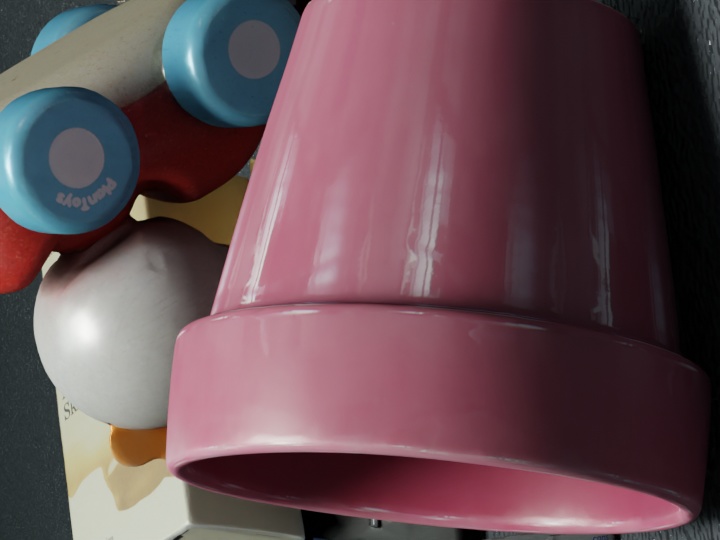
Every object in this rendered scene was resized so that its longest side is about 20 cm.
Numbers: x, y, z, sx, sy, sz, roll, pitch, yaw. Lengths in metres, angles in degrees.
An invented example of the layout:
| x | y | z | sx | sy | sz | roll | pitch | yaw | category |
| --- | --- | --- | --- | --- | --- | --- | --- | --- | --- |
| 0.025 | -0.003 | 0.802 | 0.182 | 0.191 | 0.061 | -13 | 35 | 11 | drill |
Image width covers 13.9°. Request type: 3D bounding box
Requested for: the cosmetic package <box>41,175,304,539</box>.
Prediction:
| x | y | z | sx | sy | sz | roll | pitch | yaw | category |
| --- | --- | --- | --- | --- | --- | --- | --- | --- | --- |
| -0.096 | 0.057 | 1.454 | 0.105 | 0.071 | 0.201 | -39 | 52 | 42 | cosmetic package |

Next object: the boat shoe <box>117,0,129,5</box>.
| x | y | z | sx | sy | sz | roll | pitch | yaw | category |
| --- | --- | --- | --- | --- | --- | --- | --- | --- | --- |
| -0.092 | -0.224 | 1.535 | 0.200 | 0.057 | 0.067 | -61 | 33 | 25 | boat shoe |

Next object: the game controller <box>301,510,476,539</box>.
| x | y | z | sx | sy | sz | roll | pitch | yaw | category |
| --- | --- | --- | --- | --- | --- | --- | --- | --- | --- |
| 0.011 | 0.182 | 1.432 | 0.042 | 0.104 | 0.201 | -37 | -54 | -63 | game controller |

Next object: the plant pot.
| x | y | z | sx | sy | sz | roll | pitch | yaw | category |
| --- | --- | --- | --- | --- | --- | --- | --- | --- | --- |
| 0.033 | -0.005 | 1.081 | 0.200 | 0.199 | 0.180 | 145 | 131 | -74 | plant pot |

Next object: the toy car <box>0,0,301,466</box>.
| x | y | z | sx | sy | sz | roll | pitch | yaw | category |
| --- | --- | --- | --- | --- | --- | --- | --- | --- | --- |
| -0.093 | -0.009 | 1.307 | 0.184 | 0.177 | 0.200 | 3 | 123 | 61 | toy car |

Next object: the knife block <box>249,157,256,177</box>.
| x | y | z | sx | sy | sz | roll | pitch | yaw | category |
| --- | --- | --- | --- | --- | --- | --- | --- | --- | --- |
| 0.000 | 0.000 | 1.421 | 0.176 | 0.064 | 0.201 | -145 | 49 | -71 | knife block |

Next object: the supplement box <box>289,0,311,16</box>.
| x | y | z | sx | sy | sz | roll | pitch | yaw | category |
| --- | --- | --- | --- | --- | --- | --- | --- | --- | --- |
| -0.038 | -0.194 | 1.400 | 0.200 | 0.061 | 0.109 | -98 | 9 | -51 | supplement box |

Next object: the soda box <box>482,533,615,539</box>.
| x | y | z | sx | sy | sz | roll | pitch | yaw | category |
| --- | --- | --- | --- | --- | --- | --- | --- | --- | --- |
| 0.057 | 0.157 | 1.284 | 0.200 | 0.063 | 0.069 | 139 | 122 | -73 | soda box |
